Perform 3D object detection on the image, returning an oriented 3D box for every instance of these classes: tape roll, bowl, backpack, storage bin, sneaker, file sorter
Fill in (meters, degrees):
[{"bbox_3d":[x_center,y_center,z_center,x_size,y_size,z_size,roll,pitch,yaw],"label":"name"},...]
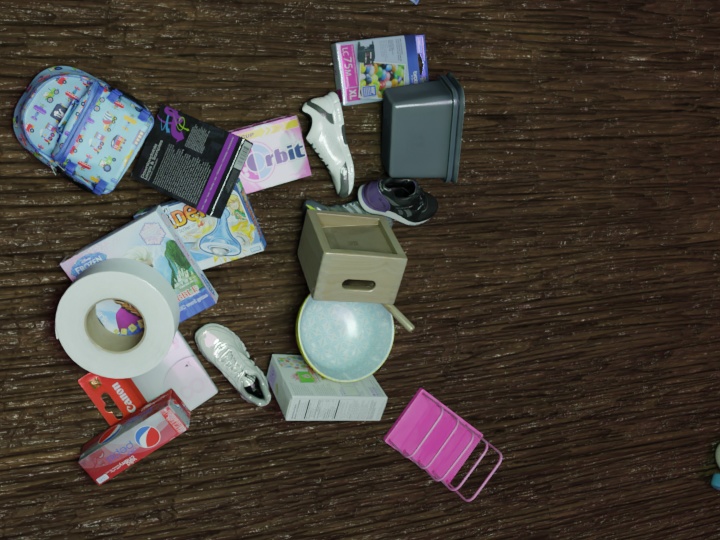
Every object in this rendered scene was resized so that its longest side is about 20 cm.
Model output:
[{"bbox_3d":[-0.419,0.083,1.364,0.202,0.071,0.203,-1,111,-3],"label":"tape roll"},{"bbox_3d":[-0.045,0.117,1.541,0.200,0.108,0.201,3,83,-23],"label":"bowl"},{"bbox_3d":[-0.467,-0.242,1.308,0.200,0.135,0.183,35,86,-20],"label":"backpack"},{"bbox_3d":[0.112,-0.275,1.522,0.134,0.146,0.200,-5,127,-10],"label":"storage bin"},{"bbox_3d":[-0.022,-0.111,1.546,0.200,0.074,0.081,16,82,-27],"label":"sneaker"},{"bbox_3d":[-0.237,0.182,1.504,0.075,0.081,0.200,-42,110,-7],"label":"sneaker"},{"bbox_3d":[0.096,-0.139,1.538,0.200,0.087,0.076,3,72,-42],"label":"sneaker"},{"bbox_3d":[-0.063,-0.234,1.503,0.080,0.074,0.201,-15,96,-14],"label":"sneaker"},{"bbox_3d":[0.181,0.376,1.676,0.200,0.125,0.139,39,85,-23],"label":"file sorter"}]

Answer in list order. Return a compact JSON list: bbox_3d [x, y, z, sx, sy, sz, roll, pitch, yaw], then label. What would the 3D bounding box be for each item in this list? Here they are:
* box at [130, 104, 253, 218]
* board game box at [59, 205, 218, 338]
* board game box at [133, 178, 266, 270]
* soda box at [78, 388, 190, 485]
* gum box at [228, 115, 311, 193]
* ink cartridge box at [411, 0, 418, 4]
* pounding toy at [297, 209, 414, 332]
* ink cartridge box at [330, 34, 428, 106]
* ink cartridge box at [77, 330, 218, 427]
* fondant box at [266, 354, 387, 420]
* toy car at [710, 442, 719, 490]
[{"bbox_3d":[-0.295,-0.191,1.361,0.143,0.200,0.036,-65,155,3],"label":"box"},{"bbox_3d":[-0.391,0.018,1.402,0.200,0.041,0.200,-28,109,5],"label":"board game box"},{"bbox_3d":[-0.287,-0.072,1.414,0.200,0.034,0.136,-17,111,9],"label":"board game box"},{"bbox_3d":[-0.412,0.304,1.442,0.200,0.070,0.063,-32,110,2],"label":"soda box"},{"bbox_3d":[-0.194,-0.209,1.453,0.200,0.066,0.114,-18,107,-17],"label":"gum box"},{"bbox_3d":[0.058,-0.609,1.485,0.200,0.042,0.120,27,90,-24],"label":"ink cartridge box"},{"bbox_3d":[0.000,0.000,1.449,0.199,0.184,0.142,4,122,-19],"label":"pounding toy"},{"bbox_3d":[0.047,-0.392,1.529,0.200,0.042,0.120,-12,104,-20],"label":"ink cartridge box"},{"bbox_3d":[-0.393,0.215,1.467,0.200,0.057,0.163,-35,110,-17],"label":"ink cartridge box"},{"bbox_3d":[-0.067,0.227,1.532,0.200,0.144,0.058,6,114,-26],"label":"fondant box"},{"bbox_3d":[1.020,0.516,2.035,0.200,0.177,0.185,45,67,-50],"label":"toy car"}]
